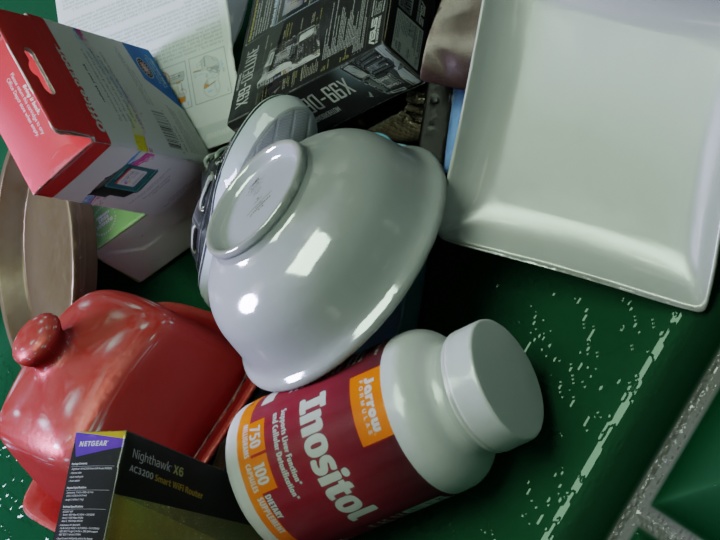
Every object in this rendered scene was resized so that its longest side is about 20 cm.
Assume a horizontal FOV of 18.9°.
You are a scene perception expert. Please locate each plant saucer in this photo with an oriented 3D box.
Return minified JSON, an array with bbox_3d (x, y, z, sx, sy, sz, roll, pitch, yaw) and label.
[{"bbox_3d":[-0.250,-0.014,1.724,0.200,0.029,0.202,-171,80,-64],"label":"plant saucer"}]

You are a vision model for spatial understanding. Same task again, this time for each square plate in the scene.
[{"bbox_3d":[0.159,-0.094,1.419,0.197,0.028,0.201,16,102,26],"label":"square plate"}]

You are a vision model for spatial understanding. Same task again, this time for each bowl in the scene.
[{"bbox_3d":[-0.041,-0.025,1.476,0.201,0.090,0.202,-38,29,26],"label":"bowl"}]

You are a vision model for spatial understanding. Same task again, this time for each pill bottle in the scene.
[{"bbox_3d":[0.017,0.108,1.448,0.199,0.113,0.114,-27,55,28],"label":"pill bottle"}]

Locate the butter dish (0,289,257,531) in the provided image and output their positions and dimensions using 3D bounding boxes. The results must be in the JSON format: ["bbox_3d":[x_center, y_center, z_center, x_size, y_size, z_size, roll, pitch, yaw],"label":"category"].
[{"bbox_3d":[-0.191,0.086,1.577,0.199,0.148,0.201,14,67,54],"label":"butter dish"}]

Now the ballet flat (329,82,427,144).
[{"bbox_3d":[-0.009,-0.114,1.616,0.199,0.046,0.068,-2,69,39],"label":"ballet flat"}]

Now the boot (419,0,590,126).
[{"bbox_3d":[0.143,-0.194,1.475,0.165,0.072,0.201,22,92,16],"label":"boot"}]

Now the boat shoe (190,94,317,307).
[{"bbox_3d":[-0.092,-0.059,1.592,0.071,0.072,0.201,54,137,33],"label":"boat shoe"}]

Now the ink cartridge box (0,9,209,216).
[{"bbox_3d":[-0.204,-0.113,1.569,0.067,0.200,0.117,-39,68,20],"label":"ink cartridge box"}]

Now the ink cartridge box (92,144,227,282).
[{"bbox_3d":[-0.175,-0.108,1.736,0.117,0.067,0.201,-34,52,22],"label":"ink cartridge box"}]

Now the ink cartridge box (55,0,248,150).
[{"bbox_3d":[-0.157,-0.175,1.693,0.159,0.047,0.201,-17,76,27],"label":"ink cartridge box"}]

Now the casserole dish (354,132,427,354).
[{"bbox_3d":[0.000,0.000,1.561,0.121,0.039,0.201,-7,66,40],"label":"casserole dish"}]

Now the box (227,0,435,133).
[{"bbox_3d":[-0.015,-0.198,1.620,0.157,0.050,0.201,-24,42,35],"label":"box"}]

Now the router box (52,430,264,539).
[{"bbox_3d":[-0.122,0.211,1.456,0.052,0.200,0.158,-5,67,38],"label":"router box"}]

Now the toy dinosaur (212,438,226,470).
[{"bbox_3d":[-0.132,0.210,1.572,0.101,0.058,0.201,-16,40,30],"label":"toy dinosaur"}]

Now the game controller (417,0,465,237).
[{"bbox_3d":[0.096,-0.115,1.522,0.104,0.042,0.201,0,71,23],"label":"game controller"}]
